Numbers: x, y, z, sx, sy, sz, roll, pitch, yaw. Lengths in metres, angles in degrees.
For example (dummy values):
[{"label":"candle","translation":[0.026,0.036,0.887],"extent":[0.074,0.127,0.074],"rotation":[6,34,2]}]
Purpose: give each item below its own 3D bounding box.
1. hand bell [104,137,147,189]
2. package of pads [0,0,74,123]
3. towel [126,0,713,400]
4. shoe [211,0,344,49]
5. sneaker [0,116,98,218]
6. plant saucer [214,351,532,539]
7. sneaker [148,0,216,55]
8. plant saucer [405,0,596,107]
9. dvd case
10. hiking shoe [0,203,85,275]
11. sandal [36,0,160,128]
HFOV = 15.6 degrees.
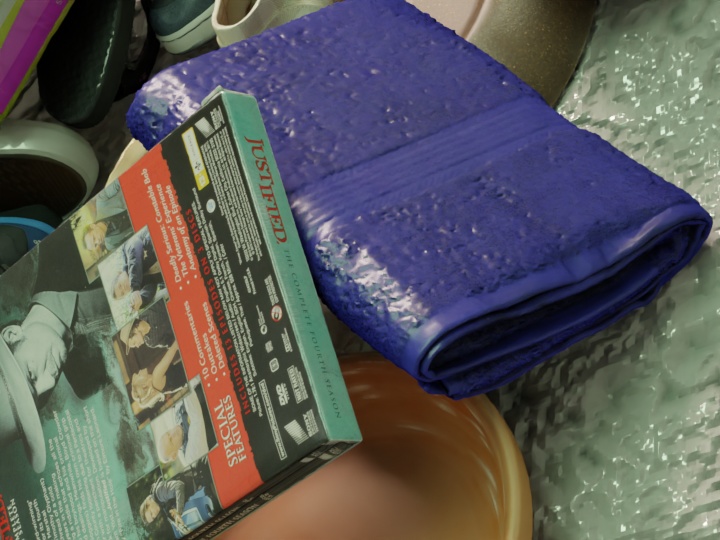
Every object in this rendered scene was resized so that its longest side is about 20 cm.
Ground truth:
[{"label":"hand bell","translation":[0.000,0.000,1.068],"extent":[0.200,0.104,0.104],"rotation":[11,65,33]},{"label":"package of pads","translation":[-0.191,-0.158,1.266],"extent":[0.155,0.068,0.200],"rotation":[-59,30,2]},{"label":"towel","translation":[0.019,-0.031,1.028],"extent":[0.147,0.050,0.200],"rotation":[-23,45,-31]},{"label":"shoe","translation":[-0.021,-0.165,1.176],"extent":[0.070,0.053,0.200],"rotation":[-8,53,37]},{"label":"sneaker","translation":[-0.199,-0.067,1.290],"extent":[0.200,0.073,0.085],"rotation":[-4,58,41]},{"label":"plant saucer","translation":[-0.016,0.124,1.001],"extent":[0.200,0.037,0.200],"rotation":[-24,44,26]},{"label":"sneaker","translation":[-0.080,-0.216,1.247],"extent":[0.077,0.146,0.203],"rotation":[-3,54,57]},{"label":"plant saucer","translation":[0.011,-0.103,1.167],"extent":[0.200,0.037,0.201],"rotation":[-23,46,25]},{"label":"dvd case","translation":[-0.088,0.042,1.014],"extent":[0.200,0.022,0.146],"rotation":[-36,63,37]},{"label":"hiking shoe","translation":[-0.209,0.022,1.245],"extent":[0.200,0.075,0.087],"rotation":[-13,21,43]},{"label":"sandal","translation":[-0.127,-0.124,1.291],"extent":[0.075,0.048,0.200],"rotation":[-62,23,17]}]
